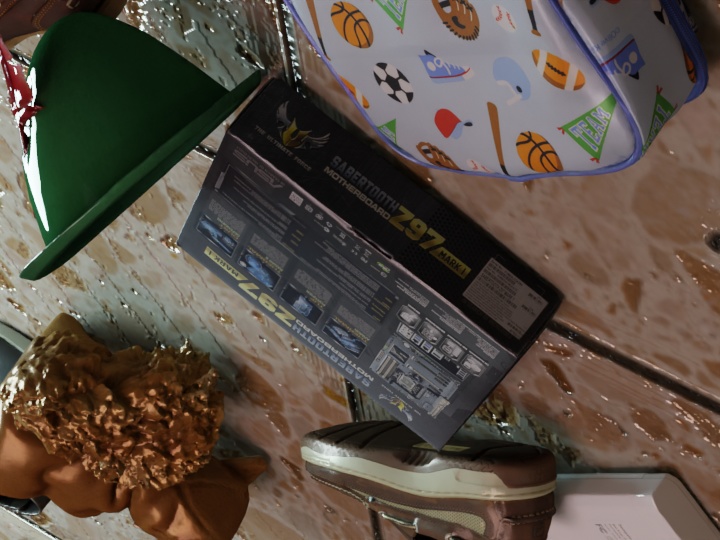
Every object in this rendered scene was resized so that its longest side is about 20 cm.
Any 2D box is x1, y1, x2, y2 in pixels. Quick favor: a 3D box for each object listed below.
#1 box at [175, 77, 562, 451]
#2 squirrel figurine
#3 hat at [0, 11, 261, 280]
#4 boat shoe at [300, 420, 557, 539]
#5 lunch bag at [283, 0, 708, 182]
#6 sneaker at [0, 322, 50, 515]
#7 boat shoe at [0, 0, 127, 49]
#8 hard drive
[{"bbox_3d":[0.000,0.000,1.389,0.200,0.051,0.158,38,152,4],"label":"box"},{"bbox_3d":[-0.157,0.122,1.684,0.187,0.142,0.200,35,155,-2],"label":"squirrel figurine"},{"bbox_3d":[-0.166,-0.116,1.324,0.176,0.166,0.200,48,144,-3],"label":"hat"},{"bbox_3d":[0.035,0.137,1.490,0.202,0.075,0.075,7,104,53],"label":"boat shoe"},{"bbox_3d":[0.056,-0.120,1.119,0.200,0.076,0.160,-1,129,54],"label":"lunch bag"},{"bbox_3d":[-0.276,0.101,1.828,0.200,0.106,0.075,20,146,35],"label":"sneaker"},{"bbox_3d":[-0.208,-0.158,1.388,0.070,0.071,0.200,22,159,-37],"label":"boat shoe"},{"bbox_3d":[0.147,0.173,1.482,0.132,0.026,0.200,52,151,-20],"label":"hard drive"}]
